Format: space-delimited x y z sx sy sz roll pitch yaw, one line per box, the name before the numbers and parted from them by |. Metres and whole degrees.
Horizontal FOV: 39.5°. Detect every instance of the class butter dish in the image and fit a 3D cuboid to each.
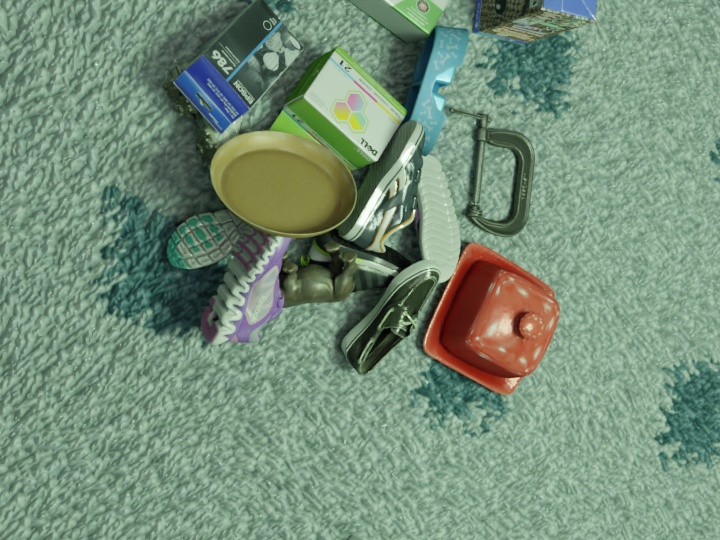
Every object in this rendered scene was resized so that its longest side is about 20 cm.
butter dish | 0.232 0.082 1.570 0.199 0.148 0.200 29 81 -23

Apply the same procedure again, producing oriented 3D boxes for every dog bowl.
dog bowl | 0.106 -0.275 1.513 0.049 0.111 0.201 16 94 -10

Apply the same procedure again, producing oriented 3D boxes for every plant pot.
plant pot | -0.104 -0.112 1.347 0.199 0.028 0.200 10 45 -10

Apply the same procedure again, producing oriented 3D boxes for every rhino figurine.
rhino figurine | -0.100 0.017 1.437 0.199 0.060 0.088 -8 129 -1

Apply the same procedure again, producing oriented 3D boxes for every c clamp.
c clamp | 0.209 -0.155 1.618 0.170 0.027 0.201 0 91 -29

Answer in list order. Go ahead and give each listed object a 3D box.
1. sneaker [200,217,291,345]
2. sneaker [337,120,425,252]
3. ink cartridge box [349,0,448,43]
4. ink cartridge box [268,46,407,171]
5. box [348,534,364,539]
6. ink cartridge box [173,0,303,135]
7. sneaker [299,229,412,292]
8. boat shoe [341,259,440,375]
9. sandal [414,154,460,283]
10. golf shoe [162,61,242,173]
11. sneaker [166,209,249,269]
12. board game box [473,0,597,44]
sneaker | -0.138 0.020 1.369 0.088 0.081 0.200 19 110 -33
sneaker | 0.049 -0.120 1.472 0.079 0.078 0.200 30 95 -24
ink cartridge box | 0.078 -0.469 1.506 0.145 0.084 0.200 32 80 -22
ink cartridge box | -0.045 -0.195 1.451 0.148 0.076 0.200 40 64 -20
box | 0.025 0.536 1.473 0.171 0.199 0.200 43 74 -20
ink cartridge box | -0.165 -0.286 1.394 0.099 0.039 0.200 48 52 -20
sneaker | 0.000 0.000 1.520 0.200 0.072 0.083 22 113 -25
boat shoe | 0.056 0.073 1.498 0.071 0.064 0.200 29 107 -43
sandal | 0.110 -0.079 1.565 0.082 0.050 0.203 3 79 -39
golf shoe | -0.190 -0.204 1.409 0.097 0.078 0.200 -30 105 -26
sneaker | -0.176 -0.053 1.422 0.200 0.091 0.078 -26 73 2
board game box | 0.269 -0.447 1.530 0.097 0.200 0.160 6 90 -23
